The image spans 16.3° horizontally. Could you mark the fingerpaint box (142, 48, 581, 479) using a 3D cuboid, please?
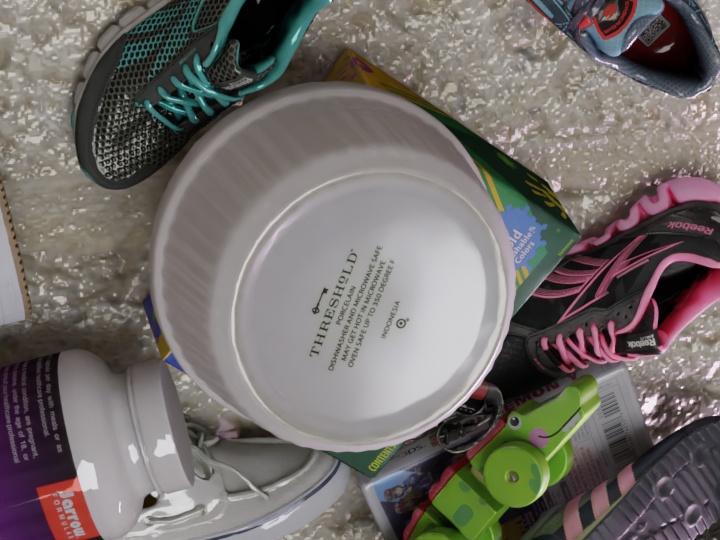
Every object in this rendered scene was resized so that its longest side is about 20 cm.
[{"bbox_3d":[0.000,0.000,1.473,0.167,0.073,0.200,32,106,-29],"label":"fingerpaint box"}]

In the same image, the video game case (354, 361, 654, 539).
[{"bbox_3d":[0.109,0.161,1.621,0.182,0.023,0.200,-25,130,-2],"label":"video game case"}]

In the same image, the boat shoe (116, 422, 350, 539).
[{"bbox_3d":[-0.110,0.124,1.519,0.202,0.075,0.086,-16,124,4],"label":"boat shoe"}]

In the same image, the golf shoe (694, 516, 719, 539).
[{"bbox_3d":[0.291,0.127,1.630,0.200,0.078,0.097,-49,133,8],"label":"golf shoe"}]

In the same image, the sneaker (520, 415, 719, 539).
[{"bbox_3d":[0.156,0.152,1.581,0.200,0.082,0.070,-36,117,-20],"label":"sneaker"}]

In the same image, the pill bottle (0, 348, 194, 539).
[{"bbox_3d":[-0.201,0.112,1.442,0.200,0.113,0.113,-14,123,2],"label":"pill bottle"}]

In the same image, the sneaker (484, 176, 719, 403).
[{"bbox_3d":[0.148,0.026,1.518,0.200,0.095,0.079,-34,125,12],"label":"sneaker"}]

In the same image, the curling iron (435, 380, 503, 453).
[{"bbox_3d":[-0.003,0.060,1.448,0.200,0.026,0.050,20,111,-25],"label":"curling iron"}]

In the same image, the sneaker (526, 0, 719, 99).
[{"bbox_3d":[0.133,-0.164,1.404,0.200,0.096,0.079,30,107,-29],"label":"sneaker"}]

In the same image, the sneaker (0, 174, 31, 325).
[{"bbox_3d":[-0.253,-0.041,1.376,0.112,0.071,0.200,-17,125,-11],"label":"sneaker"}]

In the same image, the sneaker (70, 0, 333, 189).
[{"bbox_3d":[-0.085,-0.117,1.369,0.078,0.091,0.200,32,107,-28],"label":"sneaker"}]

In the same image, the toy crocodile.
[{"bbox_3d":[0.073,0.134,1.530,0.062,0.067,0.200,44,117,9],"label":"toy crocodile"}]

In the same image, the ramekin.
[{"bbox_3d":[-0.008,0.006,1.359,0.202,0.094,0.203,-7,111,-18],"label":"ramekin"}]
